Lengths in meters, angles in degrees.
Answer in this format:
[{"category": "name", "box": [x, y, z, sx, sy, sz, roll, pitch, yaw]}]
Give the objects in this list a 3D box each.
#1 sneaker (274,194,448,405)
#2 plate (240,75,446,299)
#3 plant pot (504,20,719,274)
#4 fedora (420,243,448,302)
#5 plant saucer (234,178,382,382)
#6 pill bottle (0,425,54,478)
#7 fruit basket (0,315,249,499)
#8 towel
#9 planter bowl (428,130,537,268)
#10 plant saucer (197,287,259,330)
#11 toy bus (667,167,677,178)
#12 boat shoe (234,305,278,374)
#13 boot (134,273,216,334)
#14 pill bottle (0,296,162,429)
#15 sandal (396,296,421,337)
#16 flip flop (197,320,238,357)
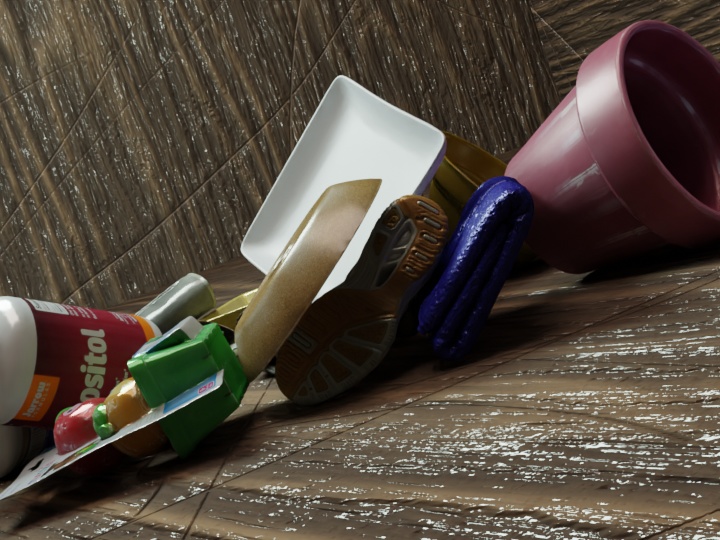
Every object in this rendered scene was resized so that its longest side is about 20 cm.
[{"category": "sneaker", "box": [0.008, 0.034, 1.132, 0.200, 0.076, 0.088, -50, -11, -11]}, {"category": "plate", "box": [-0.014, -0.063, 1.260, 0.032, 0.200, 0.200, 25, 8, -38]}, {"category": "plant pot", "box": [0.233, -0.090, 1.218, 0.179, 0.200, 0.200, -36, -7, 42]}, {"category": "fedora", "box": [0.000, 0.000, 1.370, 0.200, 0.201, 0.092, -12, 42, 53]}, {"category": "plant saucer", "box": [-0.051, -0.001, 1.131, 0.201, 0.035, 0.200, -56, 5, 8]}, {"category": "pill bottle", "box": [-0.324, 0.121, 1.355, 0.119, 0.120, 0.200, -16, 6, 29]}, {"category": "fruit basket", "box": [-0.193, 0.114, 1.112, 0.199, 0.094, 0.185, -23, 5, 3]}, {"category": "towel", "box": [0.090, -0.010, 1.131, 0.049, 0.148, 0.200, 24, 7, -1]}, {"category": "planter bowl", "box": [0.134, -0.059, 1.468, 0.084, 0.200, 0.200, -55, -6, 18]}, {"category": "plant saucer", "box": [-0.087, 0.039, 1.673, 0.199, 0.049, 0.200, -22, 5, 18]}, {"category": "toy bus", "box": [0.272, -0.074, 1.381, 0.065, 0.079, 0.200, -23, 6, -32]}, {"category": "boat shoe", "box": [-0.089, 0.064, 1.333, 0.060, 0.072, 0.201, -17, 7, -23]}, {"category": "boot", "box": [-0.258, 0.078, 1.633, 0.200, 0.073, 0.182, -30, 8, -15]}, {"category": "pill bottle", "box": [-0.281, 0.085, 1.220, 0.199, 0.114, 0.113, 11, -15, -39]}, {"category": "sandal", "box": [-0.011, 0.041, 1.281, 0.200, 0.082, 0.055, -6, 34, 52]}, {"category": "flip flop", "box": [-0.170, 0.082, 1.510, 0.199, 0.058, 0.081, -15, 7, 41]}]
